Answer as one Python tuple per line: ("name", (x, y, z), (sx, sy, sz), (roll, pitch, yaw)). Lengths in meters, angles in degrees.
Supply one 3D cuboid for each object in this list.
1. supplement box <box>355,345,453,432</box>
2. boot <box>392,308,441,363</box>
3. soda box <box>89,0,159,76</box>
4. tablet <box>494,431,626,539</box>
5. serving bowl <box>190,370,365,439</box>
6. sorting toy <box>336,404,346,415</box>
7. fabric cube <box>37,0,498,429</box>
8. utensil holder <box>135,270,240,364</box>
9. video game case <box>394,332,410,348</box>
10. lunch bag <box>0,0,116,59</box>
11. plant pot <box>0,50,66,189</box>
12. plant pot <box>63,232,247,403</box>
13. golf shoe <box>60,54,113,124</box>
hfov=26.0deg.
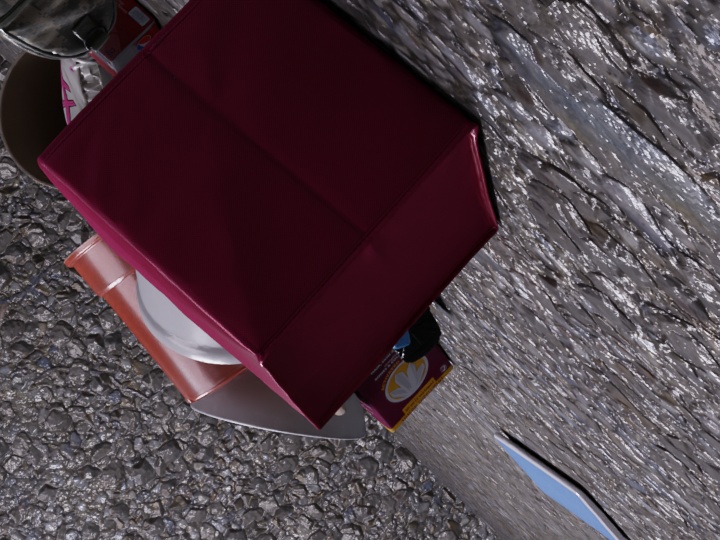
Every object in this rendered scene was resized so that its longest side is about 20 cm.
("supplement box", (0.014, 0.087, 1.801), (0.086, 0.110, 0.200), (38, 171, 36))
("boot", (0.001, -0.001, 1.561), (0.162, 0.073, 0.198), (47, 173, 27))
("soda box", (-0.287, -0.277, 1.560), (0.200, 0.063, 0.070), (43, 172, 13))
("tablet", (0.252, 0.274, 1.959), (0.130, 0.014, 0.200), (48, 171, -30))
("serving bowl", (-0.089, 0.139, 1.761), (0.200, 0.066, 0.200), (9, 180, 0))
("sorting toy", (-0.074, 0.022, 1.504), (0.185, 0.036, 0.200), (48, -161, -47))
("fabric cube", (-0.050, -0.049, 1.024), (0.199, 0.200, 0.196), (39, 171, 19))
("utensil holder", (-0.116, -0.047, 1.327), (0.170, 0.170, 0.200), (40, 150, 30))
("video game case", (-0.013, -0.019, 1.433), (0.200, 0.018, 0.143), (-151, 47, -65))
("lunch bag", (-0.315, -0.283, 1.368), (0.200, 0.139, 0.168), (40, 172, 32))
("plant pot", (-0.304, -0.180, 1.866), (0.187, 0.187, 0.200), (42, -174, 11))
("plant pot", (-0.168, 0.018, 1.614), (0.195, 0.201, 0.201), (56, 173, 0))
("golf shoe", (-0.285, -0.202, 1.636), (0.092, 0.073, 0.200), (63, -166, -70))
